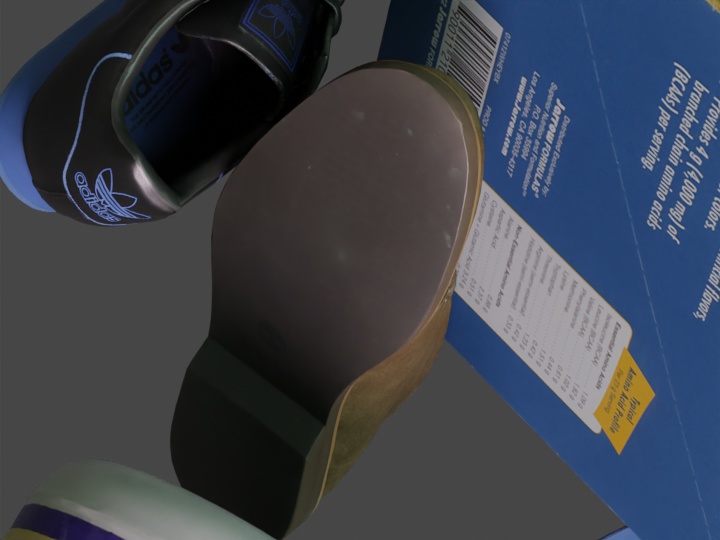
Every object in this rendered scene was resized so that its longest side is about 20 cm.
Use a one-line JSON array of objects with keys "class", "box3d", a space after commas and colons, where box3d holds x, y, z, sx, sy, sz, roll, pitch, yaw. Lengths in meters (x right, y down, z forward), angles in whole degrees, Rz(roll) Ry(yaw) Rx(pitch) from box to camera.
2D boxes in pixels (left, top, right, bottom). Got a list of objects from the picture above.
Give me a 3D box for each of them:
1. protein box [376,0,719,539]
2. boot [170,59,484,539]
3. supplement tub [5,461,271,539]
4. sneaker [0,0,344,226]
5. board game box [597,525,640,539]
[{"class": "protein box", "box3d": [0.119, -0.040, 0.879, 0.135, 0.200, 0.199, -26, 147, -32]}, {"class": "boot", "box3d": [0.000, 0.000, 0.881, 0.075, 0.074, 0.200, -34, 160, -39]}, {"class": "supplement tub", "box3d": [-0.079, 0.172, 0.835, 0.145, 0.145, 0.200, 43, 72, -34]}, {"class": "sneaker", "box3d": [-0.027, -0.091, 0.882, 0.070, 0.078, 0.200, 47, 70, -32]}, {"class": "board game box", "box3d": [0.058, 0.165, 1.005, 0.158, 0.039, 0.200, -54, 145, -10]}]
